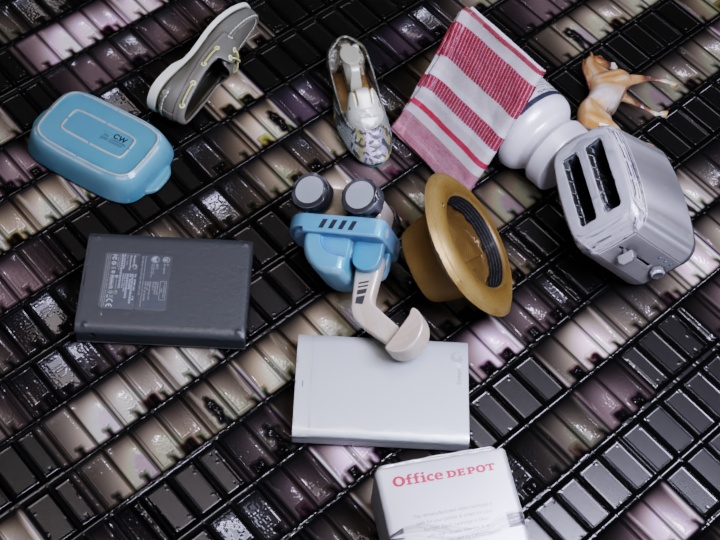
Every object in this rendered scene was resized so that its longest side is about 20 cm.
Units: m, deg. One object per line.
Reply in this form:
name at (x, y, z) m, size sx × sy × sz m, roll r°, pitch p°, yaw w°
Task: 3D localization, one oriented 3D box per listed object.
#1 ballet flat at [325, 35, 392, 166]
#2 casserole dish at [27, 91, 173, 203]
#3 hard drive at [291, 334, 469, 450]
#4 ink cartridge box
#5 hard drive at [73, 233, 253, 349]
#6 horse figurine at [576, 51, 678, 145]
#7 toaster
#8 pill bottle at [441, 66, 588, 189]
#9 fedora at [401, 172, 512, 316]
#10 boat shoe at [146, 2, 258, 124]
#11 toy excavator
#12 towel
ballet flat at (-0.006, -0.230, 1.729) m, size 0.072 × 0.072 × 0.201 m, roll -10°, pitch 58°, yaw -10°
casserole dish at (-0.333, -0.164, 1.684) m, size 0.200 × 0.039 × 0.121 m, roll 28°, pitch 60°, yaw 13°
hard drive at (0.024, 0.139, 1.516) m, size 0.199 × 0.026 × 0.132 m, roll 3°, pitch 57°, yaw -1°
ink cartridge box at (0.101, 0.300, 1.382) m, size 0.145 × 0.083 × 0.200 m, roll -8°, pitch 57°, yaw -9°
hard drive at (-0.230, 0.023, 1.571) m, size 0.199 × 0.033 × 0.140 m, roll 3°, pitch 57°, yaw -2°
horse figurine at (0.336, -0.211, 1.749) m, size 0.132 × 0.050 × 0.200 m, roll 21°, pitch 58°, yaw 9°
toaster at (0.314, -0.088, 1.593) m, size 0.129 × 0.114 × 0.201 m, roll 22°, pitch 49°, yaw -44°
pill bottle at (0.196, -0.203, 1.696) m, size 0.116 × 0.116 × 0.200 m, roll -32°, pitch 64°, yaw -22°
fedora at (0.105, -0.019, 1.562) m, size 0.082 × 0.201 × 0.201 m, roll -25°, pitch 54°, yaw 24°
boat shoe at (-0.196, -0.272, 1.745) m, size 0.060 × 0.072 × 0.202 m, roll 33°, pitch 67°, yaw 15°
toy excavator at (0.000, 0.000, 1.560) m, size 0.194 × 0.100 × 0.201 m, roll 6°, pitch 72°, yaw 20°
towel at (0.131, -0.210, 1.659) m, size 0.144 × 0.200 × 0.023 m, roll 46°, pitch 33°, yaw 23°
